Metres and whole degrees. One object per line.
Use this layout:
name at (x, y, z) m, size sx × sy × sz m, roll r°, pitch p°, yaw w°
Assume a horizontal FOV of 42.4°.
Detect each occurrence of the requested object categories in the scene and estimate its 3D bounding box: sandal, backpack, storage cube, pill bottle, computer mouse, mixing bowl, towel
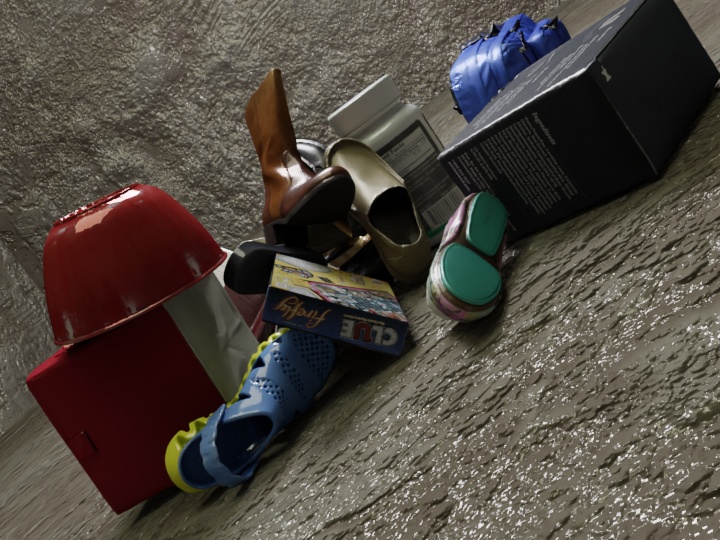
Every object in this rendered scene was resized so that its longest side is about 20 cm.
sandal at (-0.091, 0.133, 0.865) m, size 0.201 × 0.080 × 0.087 m, roll -49°, pitch 17°, yaw -16°
backpack at (0.217, -0.271, 1.315) m, size 0.166 × 0.164 × 0.200 m, roll -26°, pitch 14°, yaw 35°
storage cube at (-0.218, 0.119, 1.015) m, size 0.178 × 0.202 × 0.171 m, roll -28°, pitch 11°, yaw 13°
pill bottle at (0.052, -0.134, 1.163) m, size 0.112 × 0.202 × 0.113 m, roll -34°, pitch 10°, yaw 7°
computer mouse at (0.000, 0.000, 1.162) m, size 0.200 × 0.046 × 0.142 m, roll -42°, pitch 23°, yaw 37°
sandal at (-0.097, -0.002, 1.081) m, size 0.077 × 0.042 × 0.199 m, roll -62°, pitch -27°, yaw 2°
mixing bowl at (-0.246, -0.020, 0.950) m, size 0.197 × 0.110 × 0.200 m, roll -23°, pitch 12°, yaw 5°
towel at (-0.112, 0.044, 1.285) m, size 0.201 × 0.029 × 0.148 m, roll -65°, pitch 1°, yaw -62°

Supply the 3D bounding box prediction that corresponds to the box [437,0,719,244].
box at (0.213, -0.149, 0.905) m, size 0.199 × 0.118 × 0.197 m, roll -27°, pitch 15°, yaw 50°

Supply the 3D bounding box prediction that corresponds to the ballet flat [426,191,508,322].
ballet flat at (0.090, 0.000, 0.828) m, size 0.071 × 0.069 × 0.201 m, roll -52°, pitch 7°, yaw 33°

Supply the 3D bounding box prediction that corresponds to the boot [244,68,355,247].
boot at (-0.075, -0.142, 1.086) m, size 0.067 × 0.204 × 0.188 m, roll -3°, pitch -19°, yaw -23°

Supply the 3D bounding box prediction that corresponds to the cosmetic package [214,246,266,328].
cosmetic package at (-0.211, 0.071, 1.204) m, size 0.106 × 0.085 × 0.203 m, roll 19°, pitch 78°, yaw 38°

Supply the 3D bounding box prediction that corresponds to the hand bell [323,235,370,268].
hand bell at (0.014, -0.032, 1.244) m, size 0.104 × 0.105 × 0.200 m, roll -38°, pitch 22°, yaw -7°

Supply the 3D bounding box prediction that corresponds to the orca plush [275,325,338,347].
orca plush at (-0.061, 0.094, 1.030) m, size 0.200 × 0.070 × 0.108 m, roll 141°, pitch 135°, yaw -82°

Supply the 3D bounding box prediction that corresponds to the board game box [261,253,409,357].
board game box at (-0.028, 0.030, 0.934) m, size 0.200 × 0.133 × 0.035 m, roll -108°, pitch 33°, yaw -80°

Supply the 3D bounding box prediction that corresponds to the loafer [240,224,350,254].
loafer at (-0.070, -0.048, 1.182) m, size 0.199 × 0.069 × 0.075 m, roll -33°, pitch 9°, yaw -29°

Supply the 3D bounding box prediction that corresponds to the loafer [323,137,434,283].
loafer at (0.024, -0.081, 1.052) m, size 0.075 × 0.201 × 0.068 m, roll -29°, pitch -23°, yaw -17°

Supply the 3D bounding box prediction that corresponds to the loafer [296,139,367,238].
loafer at (-0.049, -0.103, 1.145) m, size 0.198 × 0.074 × 0.072 m, roll 29°, pitch 50°, yaw 34°
